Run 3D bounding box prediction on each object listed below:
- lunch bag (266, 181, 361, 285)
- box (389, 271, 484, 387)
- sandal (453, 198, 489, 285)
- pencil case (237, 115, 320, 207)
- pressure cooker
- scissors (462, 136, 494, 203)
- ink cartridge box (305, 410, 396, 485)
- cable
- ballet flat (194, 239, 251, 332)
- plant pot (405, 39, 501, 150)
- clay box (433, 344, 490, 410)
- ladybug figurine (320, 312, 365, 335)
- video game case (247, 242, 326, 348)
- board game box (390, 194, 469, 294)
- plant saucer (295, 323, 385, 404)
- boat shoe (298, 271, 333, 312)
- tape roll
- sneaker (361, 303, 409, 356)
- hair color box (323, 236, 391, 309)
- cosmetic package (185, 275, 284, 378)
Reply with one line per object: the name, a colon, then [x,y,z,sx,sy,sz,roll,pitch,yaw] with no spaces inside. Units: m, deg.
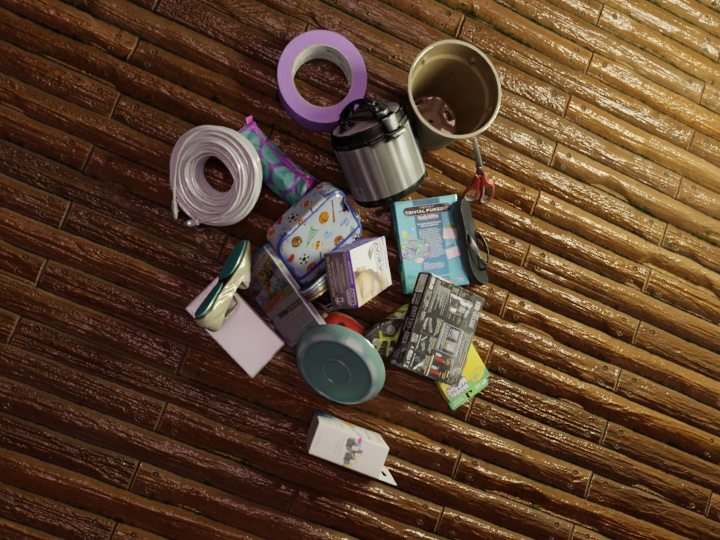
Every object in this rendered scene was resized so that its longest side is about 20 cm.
lunch bag: [-0.089,-0.076,1.097,0.199,0.075,0.162,-41,135,-12]
box: [0.165,0.125,1.099,0.155,0.049,0.204,22,82,-26]
sandal: [0.254,-0.060,1.164,0.042,0.076,0.204,-9,106,34]
pencil case: [-0.184,-0.226,1.114,0.199,0.093,0.085,41,44,-3]
pressure cooker: [0.033,-0.255,1.078,0.172,0.180,0.203,-14,119,21]
scissors: [0.268,-0.218,1.146,0.071,0.202,0.014,1,54,4]
ink cartridge box: [-0.012,0.370,1.097,0.196,0.115,0.069,23,84,-7]
cable: [-0.294,-0.192,1.068,0.195,0.069,0.205,3,108,10]
ballet flat: [-0.259,0.033,1.039,0.068,0.070,0.203,29,61,-6]
plant pot: [0.174,-0.351,1.126,0.195,0.183,0.206,1,83,-9]
clay box: [0.204,0.202,1.172,0.114,0.048,0.202,-32,91,-8]
ladybug figurine: [-0.033,0.182,1.125,0.134,0.072,0.202,-33,92,-8]
video game case: [-0.167,0.058,1.085,0.202,0.142,0.018,54,48,-2]
board game box: [0.155,-0.059,1.179,0.147,0.047,0.205,-8,88,-10]
plant saucer: [-0.046,0.199,1.057,0.195,0.028,0.204,11,124,16]
boat shoe: [-0.061,0.042,1.066,0.071,0.200,0.074,-28,90,18]
tape roll: [-0.086,-0.417,1.154,0.195,0.066,0.206,1,86,-9]
sneaker: [0.081,0.125,1.130,0.197,0.076,0.077,-23,101,-22]
hair color box: [0.000,0.000,1.069,0.063,0.199,0.112,-6,99,25]
cosmetic package: [-0.260,0.116,1.096,0.102,0.074,0.201,-43,95,-9]
